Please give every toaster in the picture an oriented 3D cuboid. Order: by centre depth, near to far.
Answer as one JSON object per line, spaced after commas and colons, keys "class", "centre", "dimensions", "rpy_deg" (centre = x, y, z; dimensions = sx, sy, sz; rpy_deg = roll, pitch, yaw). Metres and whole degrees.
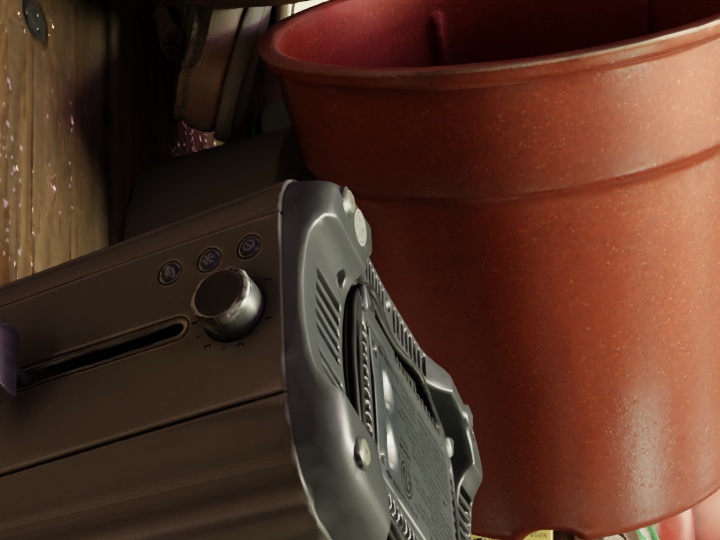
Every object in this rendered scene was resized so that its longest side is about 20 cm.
{"class": "toaster", "centre": [-0.037, 0.068, 0.482], "dimensions": [0.200, 0.128, 0.114], "rpy_deg": [59, 22, -52]}

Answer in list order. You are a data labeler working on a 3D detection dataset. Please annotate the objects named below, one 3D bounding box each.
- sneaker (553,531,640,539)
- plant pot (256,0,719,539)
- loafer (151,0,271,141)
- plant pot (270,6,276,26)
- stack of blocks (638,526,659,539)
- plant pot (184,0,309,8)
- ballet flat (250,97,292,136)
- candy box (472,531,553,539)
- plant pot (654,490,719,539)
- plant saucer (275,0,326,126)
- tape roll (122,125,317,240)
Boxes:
{"class": "sneaker", "centre": [0.107, 0.200, 0.740], "dimensions": [0.076, 0.070, 0.201], "rpy_deg": [119, -25, -81]}
{"class": "plant pot", "centre": [0.073, -0.011, 0.646], "dimensions": [0.201, 0.199, 0.196], "rpy_deg": [-68, 151, -68]}
{"class": "loafer", "centre": [-0.070, -0.129, 0.728], "dimensions": [0.201, 0.063, 0.072], "rpy_deg": [-82, -171, -50]}
{"class": "plant pot", "centre": [0.021, -0.211, 0.914], "dimensions": [0.200, 0.199, 0.189], "rpy_deg": [36, 59, -71]}
{"class": "stack of blocks", "centre": [0.091, 0.148, 0.902], "dimensions": [0.200, 0.058, 0.116], "rpy_deg": [107, -33, -56]}
{"class": "plant pot", "centre": [-0.053, -0.171, 0.640], "dimensions": [0.093, 0.200, 0.202], "rpy_deg": [124, -28, -46]}
{"class": "ballet flat", "centre": [0.000, 0.000, 0.856], "dimensions": [0.070, 0.069, 0.201], "rpy_deg": [-73, 148, -66]}
{"class": "candy box", "centre": [0.046, 0.210, 0.717], "dimensions": [0.117, 0.056, 0.201], "rpy_deg": [113, -17, -63]}
{"class": "plant pot", "centre": [0.186, 0.156, 1.030], "dimensions": [0.182, 0.200, 0.202], "rpy_deg": [-3, 77, -36]}
{"class": "plant saucer", "centre": [0.039, -0.118, 0.817], "dimensions": [0.029, 0.199, 0.201], "rpy_deg": [12, -56, 56]}
{"class": "tape roll", "centre": [-0.031, 0.044, 0.676], "dimensions": [0.200, 0.066, 0.201], "rpy_deg": [-14, 90, -78]}
